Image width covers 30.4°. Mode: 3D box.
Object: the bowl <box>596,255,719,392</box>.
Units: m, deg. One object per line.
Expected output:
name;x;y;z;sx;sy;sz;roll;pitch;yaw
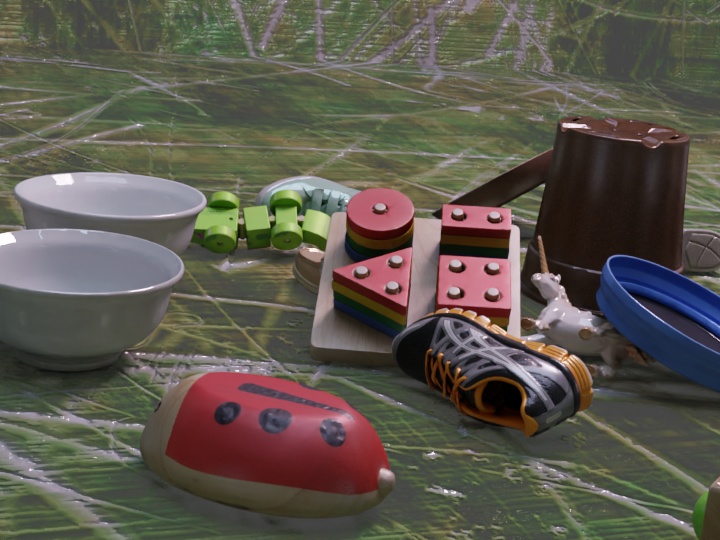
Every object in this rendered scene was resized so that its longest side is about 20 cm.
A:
bowl;0.318;0.055;1.286;0.199;0.040;0.201;24;20;-9

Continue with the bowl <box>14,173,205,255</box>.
bowl;-0.264;-0.039;1.397;0.199;0.091;0.201;5;16;-1

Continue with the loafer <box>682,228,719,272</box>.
loafer;0.366;-0.034;1.687;0.198;0.073;0.063;10;2;-10

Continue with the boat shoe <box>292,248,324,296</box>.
boat shoe;0.000;0.000;1.417;0.073;0.070;0.199;-8;21;-40

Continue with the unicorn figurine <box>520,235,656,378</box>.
unicorn figurine;0.213;0.055;1.325;0.199;0.074;0.137;34;27;27

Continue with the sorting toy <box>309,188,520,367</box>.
sorting toy;0.059;0.000;1.286;0.196;0.070;0.201;4;42;3

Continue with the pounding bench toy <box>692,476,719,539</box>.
pounding bench toy;0.254;0.189;0.750;0.155;0.126;0.199;16;19;34

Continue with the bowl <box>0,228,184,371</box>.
bowl;-0.260;0.032;1.182;0.199;0.091;0.201;6;15;-2

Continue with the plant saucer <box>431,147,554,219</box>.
plant saucer;0.190;-0.107;1.776;0.199;0.037;0.200;-28;-2;-1

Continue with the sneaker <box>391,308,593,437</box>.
sneaker;0.100;0.090;1.144;0.199;0.079;0.077;12;34;40

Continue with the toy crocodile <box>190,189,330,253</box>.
toy crocodile;-0.128;-0.051;1.572;0.198;0.062;0.068;-1;52;-5

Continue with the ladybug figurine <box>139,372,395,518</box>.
ladybug figurine;-0.067;0.123;0.966;0.198;0.073;0.136;11;16;16

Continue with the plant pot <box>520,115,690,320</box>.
plant pot;0.289;-0.066;1.514;0.198;0.200;0.200;6;17;-2

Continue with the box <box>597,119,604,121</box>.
box;0.337;-0.118;1.799;0.103;0.150;0.200;12;18;22

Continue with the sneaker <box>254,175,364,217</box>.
sneaker;-0.027;-0.071;1.636;0.198;0.075;0.118;4;9;-14
